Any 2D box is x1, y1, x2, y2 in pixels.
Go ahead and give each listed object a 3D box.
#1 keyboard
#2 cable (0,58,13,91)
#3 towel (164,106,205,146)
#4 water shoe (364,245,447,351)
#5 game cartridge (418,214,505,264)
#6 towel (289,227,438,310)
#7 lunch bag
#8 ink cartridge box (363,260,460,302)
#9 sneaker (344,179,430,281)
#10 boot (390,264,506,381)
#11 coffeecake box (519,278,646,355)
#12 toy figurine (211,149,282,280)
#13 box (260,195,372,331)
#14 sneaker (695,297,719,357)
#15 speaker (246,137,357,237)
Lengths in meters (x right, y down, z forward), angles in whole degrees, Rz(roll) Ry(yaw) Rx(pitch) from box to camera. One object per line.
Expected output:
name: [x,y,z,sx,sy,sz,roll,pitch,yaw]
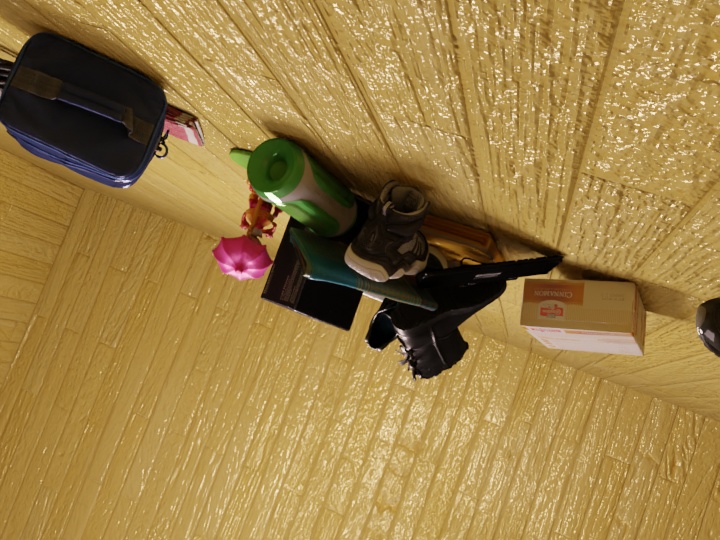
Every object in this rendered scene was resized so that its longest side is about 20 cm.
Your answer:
keyboard: [0.171,-0.008,0.991,0.198,0.040,0.104,-5,166,-6]
cable: [-0.542,-0.302,1.113,0.162,0.051,0.200,15,171,13]
towel: [-0.328,-0.234,1.039,0.198,0.023,0.144,22,176,-6]
water shoe: [0.073,0.052,1.127,0.071,0.201,0.079,32,-147,5]
game cartridge: [0.134,-0.045,1.109,0.175,0.033,0.200,19,177,20]
towel: [0.000,0.000,1.002,0.198,0.022,0.147,17,-161,-22]
lunch bag: [-0.332,-0.189,0.881,0.199,0.137,0.132,22,175,-15]
ink cartridge box: [0.097,0.010,1.238,0.198,0.088,0.145,22,-160,6]
sneaker: [0.058,-0.056,0.931,0.075,0.114,0.200,33,-158,18]
boot: [0.142,0.087,1.116,0.074,0.197,0.163,62,178,40]
coffeecake box: [0.338,0.072,1.063,0.152,0.074,0.200,3,167,27]
toy figurine: [-0.173,-0.075,1.155,0.149,0.186,0.200,21,175,-5]
box: [-0.061,-0.022,1.169,0.103,0.202,0.182,22,175,-25]
sneaker: [0.474,0.071,0.802,0.198,0.076,0.079,16,162,-12]
speaker: [-0.074,-0.108,0.974,0.088,0.089,0.200,18,174,26]
